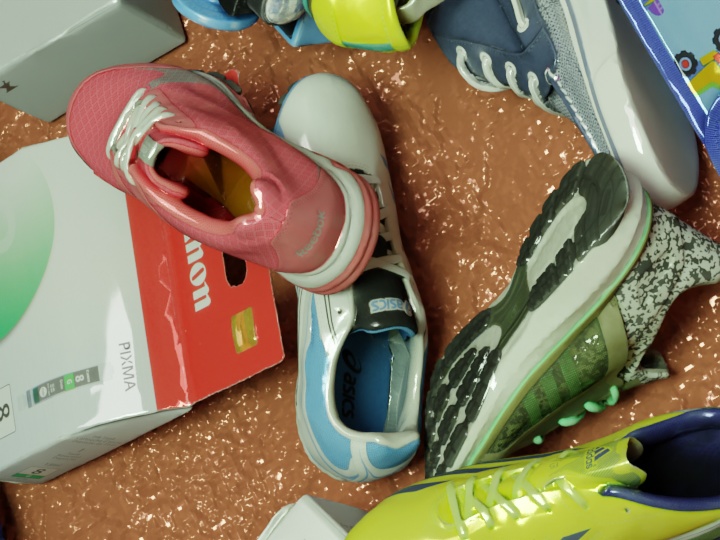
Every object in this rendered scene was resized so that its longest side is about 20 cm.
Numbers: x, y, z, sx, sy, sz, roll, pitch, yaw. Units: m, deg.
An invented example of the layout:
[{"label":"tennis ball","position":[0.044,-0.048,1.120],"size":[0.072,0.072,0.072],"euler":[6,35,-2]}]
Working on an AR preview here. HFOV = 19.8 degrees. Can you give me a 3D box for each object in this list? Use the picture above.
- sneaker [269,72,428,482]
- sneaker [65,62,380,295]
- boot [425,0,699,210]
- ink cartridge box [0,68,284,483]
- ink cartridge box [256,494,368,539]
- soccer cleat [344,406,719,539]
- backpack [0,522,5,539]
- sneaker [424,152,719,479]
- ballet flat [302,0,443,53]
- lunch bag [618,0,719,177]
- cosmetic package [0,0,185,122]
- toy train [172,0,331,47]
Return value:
[{"label":"sneaker","position":[0.000,0.000,0.989],"size":[0.072,0.072,0.201],"euler":[-21,73,54]},{"label":"sneaker","position":[-0.081,-0.057,0.967],"size":[0.200,0.087,0.074],"euler":[28,96,37]},{"label":"boot","position":[0.090,-0.100,0.979],"size":[0.090,0.073,0.201],"euler":[-31,57,26]},{"label":"ink cartridge box","position":[-0.132,0.004,1.052],"size":[0.200,0.050,0.161],"euler":[-28,64,40]},{"label":"ink cartridge box","position":[0.012,0.220,0.927],"size":[0.200,0.084,0.146],"euler":[43,100,30]},{"label":"soccer cleat","position":[0.085,0.096,0.877],"size":[0.199,0.084,0.065],"euler":[-12,63,-5]},{"label":"backpack","position":[-0.257,0.173,1.042],"size":[0.162,0.168,0.201],"euler":[-23,64,15]},{"label":"sneaker","position":[0.095,0.046,0.931],"size":[0.200,0.088,0.077],"euler":[-57,19,32]},{"label":"ballet flat","position":[0.046,-0.189,0.972],"size":[0.067,0.067,0.200],"euler":[25,84,34]},{"label":"lunch bag","position":[0.218,-0.090,0.903],"size":[0.150,0.094,0.200],"euler":[-31,78,17]},{"label":"cosmetic package","position":[-0.179,-0.196,1.141],"size":[0.101,0.071,0.201],"euler":[-27,66,20]},{"label":"toy train","position":[-0.065,-0.190,1.053],"size":[0.200,0.114,0.087],"euler":[49,133,35]}]
